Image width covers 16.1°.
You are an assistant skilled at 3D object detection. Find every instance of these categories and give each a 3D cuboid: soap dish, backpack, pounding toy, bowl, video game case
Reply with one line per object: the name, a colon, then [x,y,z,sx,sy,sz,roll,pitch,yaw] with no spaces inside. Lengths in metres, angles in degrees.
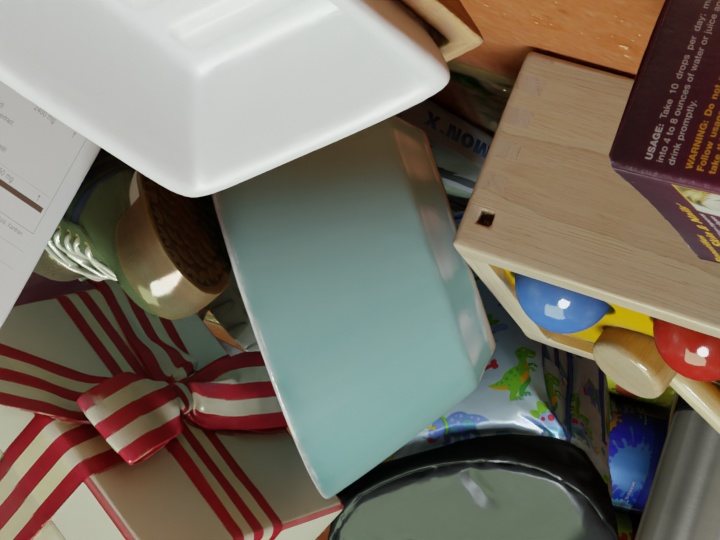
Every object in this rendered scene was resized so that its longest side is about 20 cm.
soap dish: [-0.069,-0.119,1.018,0.157,0.081,0.200,-23,146,26]
backpack: [0.062,0.064,1.383,0.163,0.200,0.154,-13,118,24]
pounding toy: [0.160,0.017,1.214,0.184,0.143,0.200,18,168,22]
bowl: [0.000,0.000,1.246,0.105,0.201,0.201,-19,164,2]
video game case: [0.029,-0.058,1.427,0.182,0.022,0.200,28,168,-29]

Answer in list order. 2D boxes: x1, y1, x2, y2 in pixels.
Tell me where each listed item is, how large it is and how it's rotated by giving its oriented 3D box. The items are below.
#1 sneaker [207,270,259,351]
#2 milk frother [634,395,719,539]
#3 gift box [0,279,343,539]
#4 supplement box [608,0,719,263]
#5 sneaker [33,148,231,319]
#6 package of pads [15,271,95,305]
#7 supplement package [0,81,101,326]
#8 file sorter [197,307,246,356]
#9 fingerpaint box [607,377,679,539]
sneaker: [-0.088,-0.039,1.461,0.200,0.076,0.080,62,162,-14]
milk frother: [0.192,0.091,1.378,0.200,0.189,0.180,21,168,-13]
gift box: [-0.149,0.104,1.285,0.200,0.187,0.184,50,-151,12]
supplement box: [0.212,-0.040,0.978,0.200,0.086,0.110,15,168,32]
sneaker: [-0.116,-0.018,1.198,0.067,0.090,0.200,48,-166,-26]
package of pads: [-0.154,0.044,1.424,0.076,0.120,0.200,-109,-4,-50]
supplement package: [-0.189,-0.091,1.188,0.120,0.200,0.121,35,164,-28]
file sorter: [-0.062,0.002,1.568,0.200,0.125,0.139,25,176,17]
fingerpaint box: [0.116,0.102,1.518,0.166,0.201,0.073,15,169,-6]
